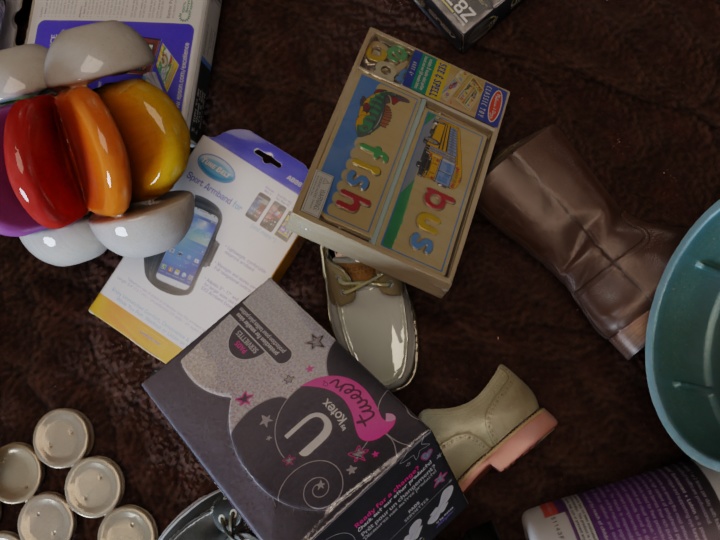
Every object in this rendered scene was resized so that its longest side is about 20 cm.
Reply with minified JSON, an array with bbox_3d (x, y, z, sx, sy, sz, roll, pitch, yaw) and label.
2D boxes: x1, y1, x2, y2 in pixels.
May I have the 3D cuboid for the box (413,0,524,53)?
[{"bbox_3d":[0.084,-0.315,0.807,0.161,0.049,0.200,-40,81,-3],"label":"box"}]

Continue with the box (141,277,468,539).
[{"bbox_3d":[-0.041,0.122,0.674,0.132,0.115,0.200,-40,50,-11],"label":"box"}]

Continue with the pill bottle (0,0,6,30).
[{"bbox_3d":[-0.357,-0.194,0.772,0.111,0.113,0.202,4,78,6],"label":"pill bottle"}]

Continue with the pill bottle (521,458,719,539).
[{"bbox_3d":[0.229,0.203,0.690,0.198,0.111,0.112,-18,81,3],"label":"pill bottle"}]

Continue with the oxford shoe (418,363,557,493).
[{"bbox_3d":[0.056,0.153,0.740,0.199,0.071,0.074,-34,76,-10],"label":"oxford shoe"}]

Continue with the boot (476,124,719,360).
[{"bbox_3d":[0.209,-0.060,0.758,0.186,0.064,0.200,-41,76,-3],"label":"boot"}]

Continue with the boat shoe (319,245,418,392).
[{"bbox_3d":[0.000,0.000,0.761,0.074,0.068,0.202,-14,81,3],"label":"boat shoe"}]

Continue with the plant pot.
[{"bbox_3d":[0.338,0.059,0.645,0.195,0.200,0.202,18,83,-23],"label":"plant pot"}]

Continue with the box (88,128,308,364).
[{"bbox_3d":[-0.123,-0.017,0.791,0.119,0.041,0.201,32,84,9],"label":"box"}]

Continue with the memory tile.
[{"bbox_3d":[-0.279,0.227,0.783,0.200,0.017,0.154,-39,81,0],"label":"memory tile"}]

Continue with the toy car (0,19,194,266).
[{"bbox_3d":[-0.232,-0.083,0.708,0.198,0.150,0.177,-4,109,32],"label":"toy car"}]

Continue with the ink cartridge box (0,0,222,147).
[{"bbox_3d":[-0.222,-0.212,0.820,0.198,0.043,0.200,6,82,12],"label":"ink cartridge box"}]

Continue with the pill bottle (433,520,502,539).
[{"bbox_3d":[0.028,0.268,0.700,0.199,0.112,0.113,-26,81,1],"label":"pill bottle"}]

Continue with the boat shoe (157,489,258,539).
[{"bbox_3d":[-0.081,0.195,0.748,0.199,0.057,0.069,-28,81,1],"label":"boat shoe"}]

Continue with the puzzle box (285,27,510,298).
[{"bbox_3d":[0.035,-0.089,0.738,0.132,0.025,0.201,23,60,-6],"label":"puzzle box"}]
